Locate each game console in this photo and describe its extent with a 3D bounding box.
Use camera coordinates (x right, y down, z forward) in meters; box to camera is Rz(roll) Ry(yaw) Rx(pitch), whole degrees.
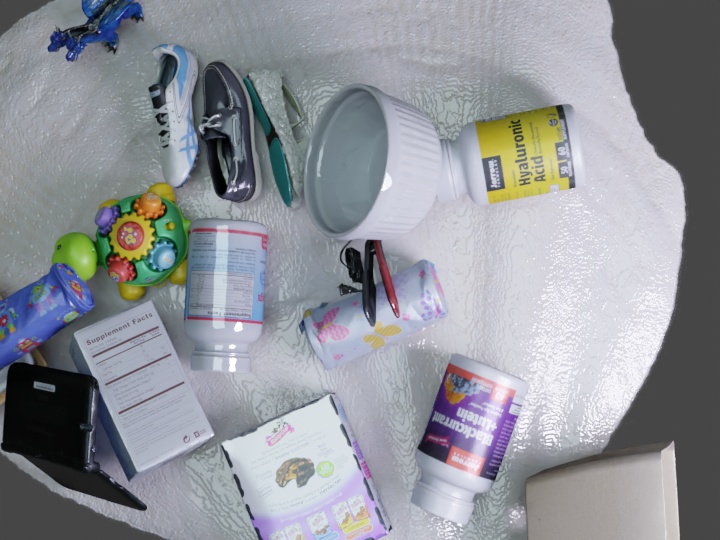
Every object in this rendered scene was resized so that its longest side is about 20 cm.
[{"bbox_3d":[-0.374,0.218,1.650,0.198,0.115,0.179,4,89,42],"label":"game console"}]

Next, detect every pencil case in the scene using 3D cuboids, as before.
[{"bbox_3d":[0.019,0.059,1.676,0.197,0.084,0.091,-23,40,6],"label":"pencil case"},{"bbox_3d":[-0.451,0.066,1.655,0.198,0.078,0.087,-33,64,4],"label":"pencil case"}]

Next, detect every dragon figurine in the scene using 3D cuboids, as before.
[{"bbox_3d":[-0.350,-0.364,1.743,0.059,0.099,0.200,42,92,8],"label":"dragon figurine"}]

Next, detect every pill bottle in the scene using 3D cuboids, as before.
[{"bbox_3d":[-0.183,0.035,1.688,0.107,0.109,0.204,3,87,7],"label":"pill bottle"},{"bbox_3d":[0.192,-0.148,1.654,0.197,0.111,0.113,-11,85,7],"label":"pill bottle"},{"bbox_3d":[0.137,0.221,1.633,0.110,0.111,0.203,20,88,8],"label":"pill bottle"}]

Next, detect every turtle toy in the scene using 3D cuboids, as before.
[{"bbox_3d":[-0.324,-0.036,1.714,0.197,0.101,0.148,-18,84,5],"label":"turtle toy"}]

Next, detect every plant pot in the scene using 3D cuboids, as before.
[{"bbox_3d":[0.306,0.324,1.575,0.174,0.200,0.203,-4,85,19],"label":"plant pot"}]

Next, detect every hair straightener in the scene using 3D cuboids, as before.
[{"bbox_3d":[0.000,0.000,1.650,0.076,0.041,0.202,-21,42,7],"label":"hair straightener"}]

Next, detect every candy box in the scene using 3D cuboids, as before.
[{"bbox_3d":[-0.071,0.288,1.675,0.166,0.072,0.203,-24,84,5],"label":"candy box"}]

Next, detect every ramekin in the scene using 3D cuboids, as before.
[{"bbox_3d":[0.020,-0.134,1.636,0.104,0.199,0.204,9,86,-34],"label":"ramekin"}]

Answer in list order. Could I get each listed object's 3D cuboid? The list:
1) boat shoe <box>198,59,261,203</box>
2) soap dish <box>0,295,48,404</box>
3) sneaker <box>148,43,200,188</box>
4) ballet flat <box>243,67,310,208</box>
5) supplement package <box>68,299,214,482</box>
[{"bbox_3d":[-0.188,-0.192,1.717,0.072,0.062,0.203,-16,86,43],"label":"boat shoe"},{"bbox_3d":[-0.547,0.130,1.741,0.199,0.081,0.158,-38,82,3],"label":"soap dish"},{"bbox_3d":[-0.264,-0.214,1.729,0.071,0.072,0.204,-11,76,45],"label":"sneaker"},{"bbox_3d":[-0.102,-0.190,1.719,0.071,0.072,0.203,-20,84,5],"label":"ballet flat"},{"bbox_3d":[-0.296,0.162,1.672,0.116,0.117,0.202,-24,82,-20],"label":"supplement package"}]
